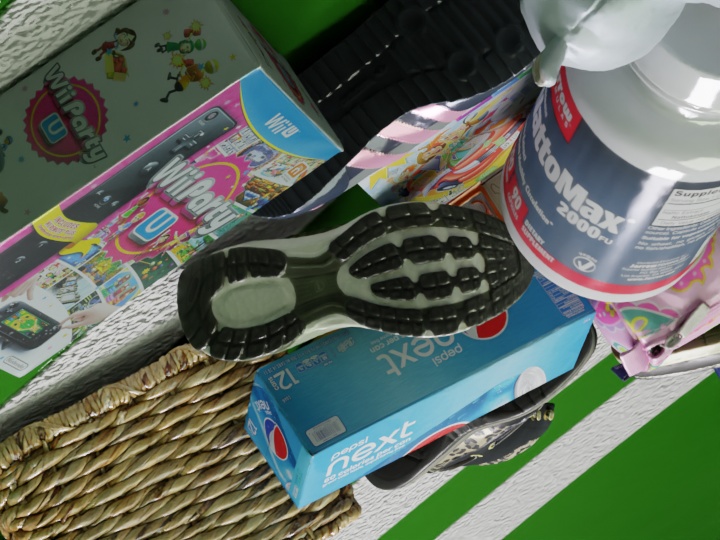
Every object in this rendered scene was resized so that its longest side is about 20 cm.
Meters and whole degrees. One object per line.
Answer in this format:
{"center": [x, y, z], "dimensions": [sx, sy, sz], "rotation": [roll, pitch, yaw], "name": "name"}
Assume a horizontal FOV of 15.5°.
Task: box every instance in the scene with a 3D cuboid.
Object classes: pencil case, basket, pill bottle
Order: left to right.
{"center": [-0.124, 0.118, 1.606], "dimensions": [0.199, 0.150, 0.143], "rotation": [-29, -166, -9], "name": "basket"}
{"center": [0.154, -0.081, 1.380], "dimensions": [0.119, 0.120, 0.200], "rotation": [-23, 158, -26], "name": "pill bottle"}
{"center": [0.223, -0.016, 1.551], "dimensions": [0.199, 0.088, 0.088], "rotation": [-30, 161, -4], "name": "pencil case"}

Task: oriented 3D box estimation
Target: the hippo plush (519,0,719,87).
{"center": [0.145, -0.167, 1.234], "dimensions": [0.160, 0.200, 0.160], "rotation": [-23, -158, 38], "name": "hippo plush"}

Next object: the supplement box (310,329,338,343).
{"center": [-0.027, 0.096, 1.720], "dimensions": [0.069, 0.067, 0.200], "rotation": [-2, 144, -51], "name": "supplement box"}

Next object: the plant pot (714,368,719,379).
{"center": [0.292, -0.025, 1.740], "dimensions": [0.199, 0.201, 0.180], "rotation": [-33, 154, 6], "name": "plant pot"}

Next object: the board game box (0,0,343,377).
{"center": [-0.121, -0.042, 1.239], "dimensions": [0.199, 0.064, 0.148], "rotation": [-35, 161, 5], "name": "board game box"}

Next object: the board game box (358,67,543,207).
{"center": [0.082, -0.106, 1.444], "dimensions": [0.199, 0.034, 0.134], "rotation": [-34, 161, 6], "name": "board game box"}

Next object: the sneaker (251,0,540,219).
{"center": [0.018, -0.095, 1.344], "dimensions": [0.199, 0.070, 0.082], "rotation": [-30, 177, 4], "name": "sneaker"}

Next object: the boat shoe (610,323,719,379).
{"center": [0.253, 0.032, 1.603], "dimensions": [0.200, 0.072, 0.066], "rotation": [-21, 123, 12], "name": "boat shoe"}

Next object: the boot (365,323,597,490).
{"center": [0.106, 0.084, 1.895], "dimensions": [0.203, 0.074, 0.153], "rotation": [-37, 164, 25], "name": "boot"}

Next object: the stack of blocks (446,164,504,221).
{"center": [0.100, -0.033, 1.614], "dimensions": [0.115, 0.059, 0.200], "rotation": [-36, 161, 10], "name": "stack of blocks"}

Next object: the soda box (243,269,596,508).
{"center": [0.035, 0.057, 1.529], "dimensions": [0.199, 0.064, 0.068], "rotation": [-25, 155, -23], "name": "soda box"}

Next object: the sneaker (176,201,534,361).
{"center": [0.000, 0.000, 1.487], "dimensions": [0.198, 0.078, 0.089], "rotation": [-6, -173, 11], "name": "sneaker"}
